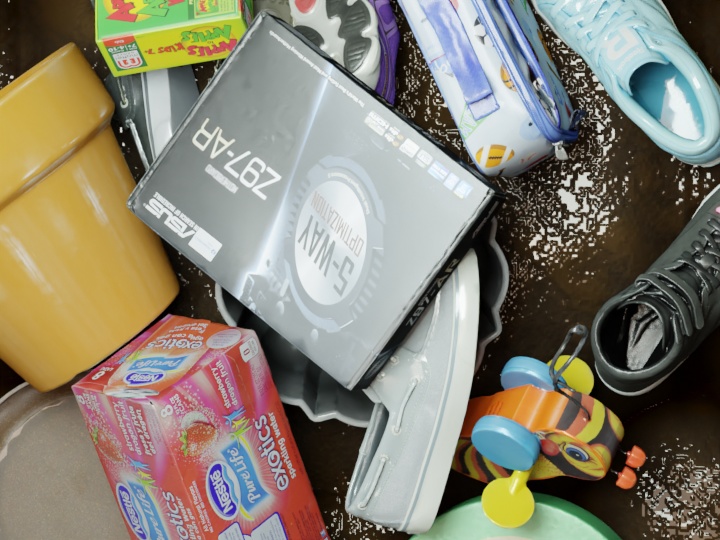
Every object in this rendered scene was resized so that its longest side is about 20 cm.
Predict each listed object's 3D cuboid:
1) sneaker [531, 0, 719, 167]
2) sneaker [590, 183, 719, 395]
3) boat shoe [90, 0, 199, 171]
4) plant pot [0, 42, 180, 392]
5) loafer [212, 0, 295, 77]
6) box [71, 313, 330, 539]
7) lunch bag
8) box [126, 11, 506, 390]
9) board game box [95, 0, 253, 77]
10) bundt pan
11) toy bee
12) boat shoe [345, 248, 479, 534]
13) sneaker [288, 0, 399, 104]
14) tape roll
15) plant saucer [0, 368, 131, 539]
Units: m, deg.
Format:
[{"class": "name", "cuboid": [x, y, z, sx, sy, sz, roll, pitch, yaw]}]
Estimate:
[{"class": "sneaker", "cuboid": [0.182, -0.155, 1.656, 0.074, 0.082, 0.200, -45, 82, 8]}, {"class": "sneaker", "cuboid": [0.227, 0.005, 1.641, 0.071, 0.099, 0.200, 41, 97, 10]}, {"class": "boat shoe", "cuboid": [-0.153, -0.135, 1.739, 0.056, 0.069, 0.202, -13, 83, 18]}, {"class": "plant pot", "cuboid": [-0.225, -0.025, 1.700, 0.200, 0.200, 0.184, -34, 100, 10]}, {"class": "loafer", "cuboid": [-0.075, -0.120, 1.717, 0.075, 0.068, 0.202, 3, 92, 12]}, {"class": "box", "cuboid": [-0.103, 0.142, 1.661, 0.095, 0.100, 0.201, 8, 126, 46]}, {"class": "lunch bag", "cuboid": [0.079, -0.155, 1.638, 0.075, 0.160, 0.201, -28, 85, 11]}, {"class": "box", "cuboid": [-0.030, -0.045, 1.596, 0.200, 0.044, 0.161, 39, 98, 13]}, {"class": "board game box", "cuboid": [-0.130, -0.237, 1.691, 0.101, 0.048, 0.201, -9, 62, 8]}, {"class": "bundt pan", "cuboid": [0.000, 0.000, 1.683, 0.200, 0.076, 0.204, 0, 104, -2]}, {"class": "toy bee", "cuboid": [0.128, 0.117, 1.635, 0.108, 0.200, 0.131, 36, 82, -11]}, {"class": "boat shoe", "cuboid": [0.032, 0.079, 1.628, 0.071, 0.070, 0.202, 9, 106, -10]}, {"class": "sneaker", "cuboid": [-0.013, -0.193, 1.689, 0.080, 0.083, 0.202, -13, 64, 20]}, {"class": "tape roll", "cuboid": [0.107, 0.256, 1.698, 0.199, 0.048, 0.202, 0, 92, 11]}, {"class": "plant saucer", "cuboid": [-0.195, 0.170, 1.768, 0.198, 0.032, 0.202, 0, 92, 12]}]
